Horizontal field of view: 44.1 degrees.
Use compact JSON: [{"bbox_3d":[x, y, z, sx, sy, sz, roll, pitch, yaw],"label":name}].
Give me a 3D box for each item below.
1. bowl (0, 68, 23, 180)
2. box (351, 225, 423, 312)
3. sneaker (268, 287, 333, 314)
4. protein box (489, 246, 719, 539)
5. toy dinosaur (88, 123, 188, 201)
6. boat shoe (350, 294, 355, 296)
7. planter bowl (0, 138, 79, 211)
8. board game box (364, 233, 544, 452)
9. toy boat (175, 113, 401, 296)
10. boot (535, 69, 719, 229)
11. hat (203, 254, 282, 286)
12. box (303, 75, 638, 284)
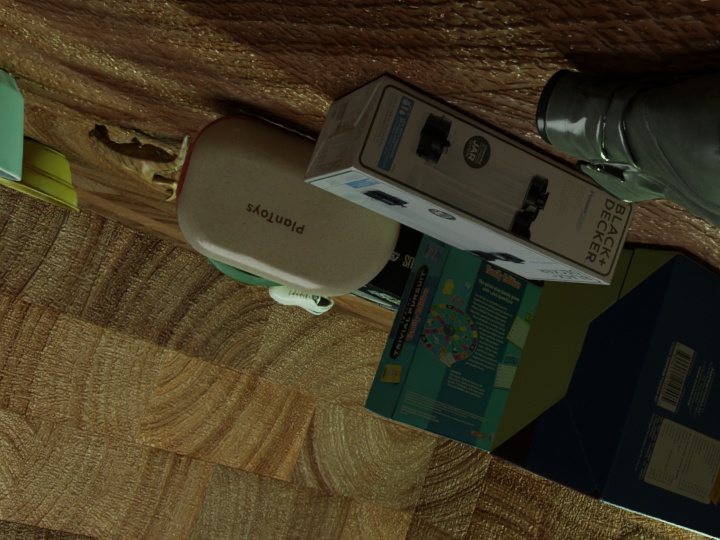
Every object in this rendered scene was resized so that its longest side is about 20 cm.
[{"bbox_3d":[-0.456,-0.186,0.981,0.198,0.106,0.201,20,175,2],"label":"bowl"},{"bbox_3d":[0.036,-0.006,1.058,0.162,0.087,0.199,23,174,-24],"label":"box"},{"bbox_3d":[-0.175,0.071,2.640,0.198,0.077,0.080,18,164,-23],"label":"sneaker"},{"bbox_3d":[0.252,0.105,0.769,0.198,0.201,0.134,23,173,-32],"label":"protein box"},{"bbox_3d":[-0.244,-0.126,1.041,0.198,0.061,0.106,16,171,35],"label":"toy dinosaur"},{"bbox_3d":[0.000,0.000,1.368,0.092,0.076,0.199,16,-175,-34],"label":"boat shoe"},{"bbox_3d":[-0.573,-0.179,1.554,0.198,0.084,0.200,21,174,2],"label":"planter bowl"},{"bbox_3d":[0.103,0.059,0.848,0.150,0.202,0.047,24,173,-34],"label":"board game box"},{"bbox_3d":[-0.059,-0.065,0.801,0.198,0.132,0.131,21,-157,-6],"label":"toy boat"},{"bbox_3d":[0.182,-0.038,0.429,0.199,0.068,0.130,33,172,-34],"label":"boot"},{"bbox_3d":[-0.101,-0.098,0.979,0.197,0.178,0.167,-8,138,4],"label":"hat"},{"bbox_3d":[0.072,-0.054,0.609,0.198,0.061,0.116,22,174,-20],"label":"box"}]
